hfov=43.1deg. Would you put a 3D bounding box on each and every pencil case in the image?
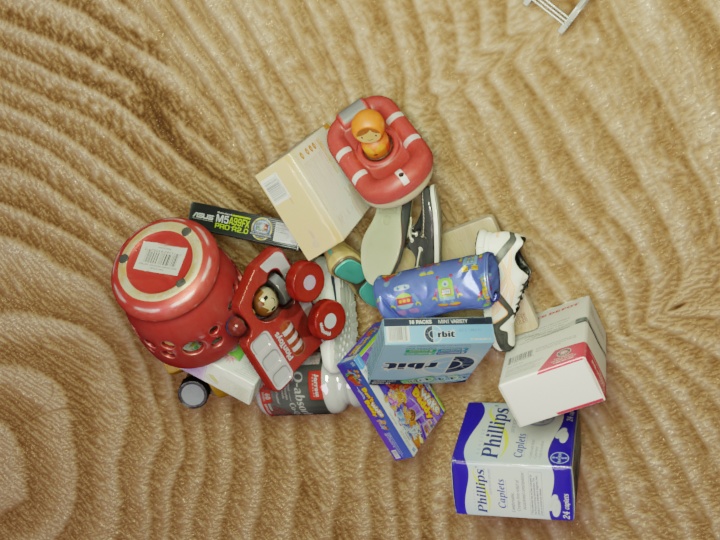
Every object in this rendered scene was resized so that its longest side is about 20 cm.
[{"bbox_3d":[0.116,0.032,1.372,0.198,0.078,0.088,-14,83,23],"label":"pencil case"}]

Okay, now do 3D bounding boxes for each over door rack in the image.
[{"bbox_3d":[0.287,-0.449,1.262,0.147,0.067,0.200,37,139,0],"label":"over door rack"}]

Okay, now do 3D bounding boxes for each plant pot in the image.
[{"bbox_3d":[-0.290,0.033,1.457,0.197,0.203,0.183,5,154,15],"label":"plant pot"}]

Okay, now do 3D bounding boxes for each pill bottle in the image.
[{"bbox_3d":[-0.081,0.200,1.636,0.197,0.116,0.117,-6,110,20],"label":"pill bottle"}]

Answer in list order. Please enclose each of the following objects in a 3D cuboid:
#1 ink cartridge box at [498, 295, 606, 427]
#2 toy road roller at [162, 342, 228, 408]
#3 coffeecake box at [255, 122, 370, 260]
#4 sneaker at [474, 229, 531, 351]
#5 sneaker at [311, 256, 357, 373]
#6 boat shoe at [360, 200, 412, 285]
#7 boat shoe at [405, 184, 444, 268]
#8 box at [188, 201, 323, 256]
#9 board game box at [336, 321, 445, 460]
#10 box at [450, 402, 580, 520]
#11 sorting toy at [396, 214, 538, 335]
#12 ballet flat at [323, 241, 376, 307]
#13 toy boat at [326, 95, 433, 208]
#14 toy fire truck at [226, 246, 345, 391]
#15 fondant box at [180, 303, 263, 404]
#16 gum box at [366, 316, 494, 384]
[{"bbox_3d":[0.308,0.140,1.439,0.143,0.200,0.085,-23,107,25],"label":"ink cartridge box"},{"bbox_3d":[-0.283,0.139,1.677,0.144,0.123,0.202,-22,107,10],"label":"toy road roller"},{"bbox_3d":[-0.065,-0.130,1.443,0.073,0.200,0.155,-28,102,25],"label":"coffeecake box"},{"bbox_3d":[0.228,0.034,1.413,0.079,0.074,0.203,-4,111,17],"label":"sneaker"},{"bbox_3d":[-0.055,0.077,1.575,0.079,0.076,0.203,-4,79,25],"label":"sneaker"},{"bbox_3d":[0.050,-0.074,1.466,0.070,0.062,0.203,8,89,27],"label":"boat shoe"},{"bbox_3d":[0.101,-0.038,1.426,0.059,0.074,0.202,1,121,12],"label":"boat shoe"},{"bbox_3d":[-0.169,-0.068,1.525,0.197,0.160,0.045,12,90,13],"label":"box"},{"bbox_3d":[0.056,0.205,1.580,0.044,0.134,0.201,-22,105,40],"label":"board game box"},{"bbox_3d":[0.266,0.316,1.535,0.197,0.184,0.106,-2,113,18],"label":"box"},{"bbox_3d":[0.170,0.022,1.506,0.197,0.070,0.202,-20,105,24],"label":"sorting toy"},{"bbox_3d":[0.000,0.000,1.523,0.068,0.200,0.063,-38,56,6],"label":"ballet flat"},{"bbox_3d":[0.023,-0.195,1.383,0.130,0.131,0.201,-35,60,1],"label":"toy boat"},{"bbox_3d":[-0.131,0.074,1.462,0.111,0.168,0.201,12,140,47],"label":"toy fire truck"},{"bbox_3d":[-0.208,0.119,1.592,0.143,0.201,0.059,26,132,5],"label":"fondant box"},{"bbox_3d":[0.105,0.129,1.431,0.167,0.045,0.200,-1,157,-8],"label":"gum box"}]
